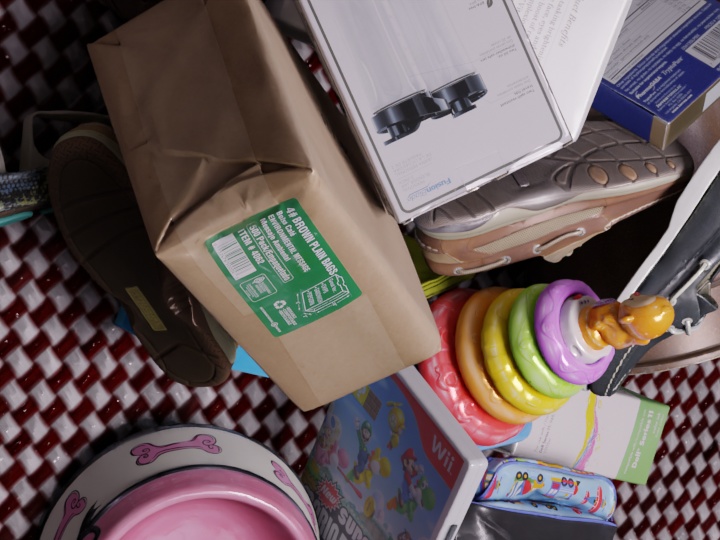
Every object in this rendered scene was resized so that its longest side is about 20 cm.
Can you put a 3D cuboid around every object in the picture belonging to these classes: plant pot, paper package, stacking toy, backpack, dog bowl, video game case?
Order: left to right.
[{"bbox_3d":[-0.113,0.207,1.425,0.199,0.074,0.202,-5,108,-17],"label":"dog bowl"},{"bbox_3d":[-0.053,-0.045,1.256,0.103,0.191,0.200,-28,141,7],"label":"paper package"},{"bbox_3d":[0.009,0.158,1.446,0.017,0.143,0.201,-3,129,-36],"label":"video game case"},{"bbox_3d":[0.063,0.197,1.548,0.182,0.199,0.136,14,82,-40],"label":"backpack"},{"bbox_3d":[0.124,0.048,1.412,0.116,0.199,0.111,-8,81,-45],"label":"stacking toy"},{"bbox_3d":[0.199,-0.055,1.568,0.200,0.200,0.200,-25,114,-31],"label":"plant pot"}]

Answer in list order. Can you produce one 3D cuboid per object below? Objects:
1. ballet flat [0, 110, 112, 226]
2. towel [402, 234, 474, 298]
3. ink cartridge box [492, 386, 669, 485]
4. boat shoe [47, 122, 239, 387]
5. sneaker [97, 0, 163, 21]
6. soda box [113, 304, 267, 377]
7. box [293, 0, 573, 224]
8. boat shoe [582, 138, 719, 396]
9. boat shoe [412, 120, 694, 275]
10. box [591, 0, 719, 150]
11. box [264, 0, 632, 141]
[{"bbox_3d":[-0.207,-0.059,1.304,0.199,0.074,0.075,-17,117,-37],"label":"ballet flat"},{"bbox_3d":[0.000,0.000,1.434,0.200,0.086,0.018,-19,130,-60],"label":"towel"},{"bbox_3d":[0.121,0.098,1.599,0.199,0.117,0.068,16,94,-44],"label":"ink cartridge box"},{"bbox_3d":[-0.126,-0.021,1.307,0.076,0.071,0.201,-67,146,-40],"label":"boat shoe"},{"bbox_3d":[-0.104,-0.162,1.334,0.071,0.075,0.200,-52,132,-13],"label":"sneaker"},{"bbox_3d":[-0.063,0.033,1.453,0.199,0.064,0.068,15,96,-43],"label":"soda box"},{"bbox_3d":[0.029,-0.141,1.251,0.116,0.060,0.201,-26,98,-4],"label":"box"},{"bbox_3d":[0.216,0.008,1.452,0.201,0.060,0.076,-61,168,17],"label":"boat shoe"},{"bbox_3d":[0.127,-0.046,1.450,0.199,0.076,0.072,-12,133,-9],"label":"boat shoe"},{"bbox_3d":[0.167,-0.172,1.489,0.121,0.200,0.033,-40,152,-29],"label":"box"},{"bbox_3d":[0.050,-0.168,1.358,0.199,0.152,0.107,21,92,-10],"label":"box"}]
